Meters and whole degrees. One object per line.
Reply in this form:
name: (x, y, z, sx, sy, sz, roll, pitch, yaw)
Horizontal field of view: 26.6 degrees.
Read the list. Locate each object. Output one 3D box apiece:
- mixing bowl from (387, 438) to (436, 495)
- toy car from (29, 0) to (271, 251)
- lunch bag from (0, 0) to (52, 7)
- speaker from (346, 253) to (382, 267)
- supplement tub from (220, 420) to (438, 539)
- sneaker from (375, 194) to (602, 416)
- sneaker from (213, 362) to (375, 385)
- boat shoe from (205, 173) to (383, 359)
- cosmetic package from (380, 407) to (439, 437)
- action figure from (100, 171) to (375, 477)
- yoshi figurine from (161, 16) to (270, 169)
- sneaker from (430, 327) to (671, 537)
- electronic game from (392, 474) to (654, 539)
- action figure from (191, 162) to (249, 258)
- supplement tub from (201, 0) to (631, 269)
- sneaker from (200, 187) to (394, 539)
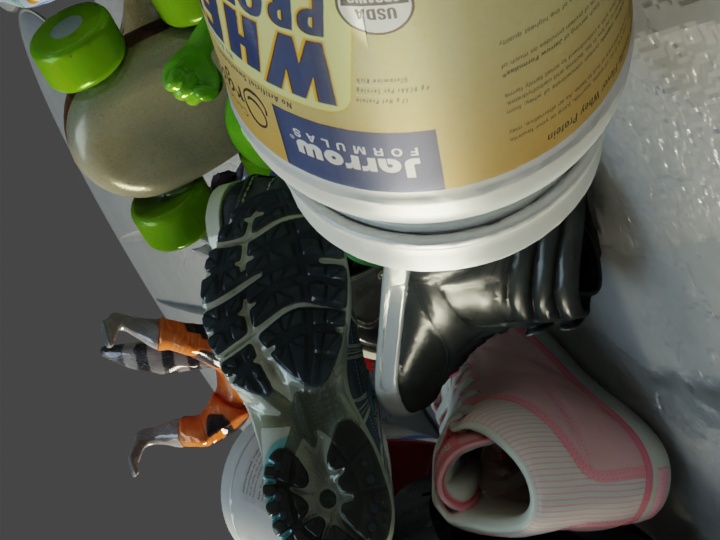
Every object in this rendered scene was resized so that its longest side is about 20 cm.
mixing bowl: (0.043, 0.201, 0.868, 0.200, 0.199, 0.109, 47, 126, 39)
toy car: (-0.133, -0.146, 1.015, 0.165, 0.157, 0.200, 62, 178, -38)
lunch bag: (-0.173, -0.220, 0.928, 0.076, 0.159, 0.200, 61, 167, -18)
speaker: (-0.003, -0.095, 0.756, 0.088, 0.088, 0.201, 46, 162, 41)
supplement tub: (-0.001, 0.168, 1.064, 0.199, 0.132, 0.133, 11, 133, 59)
sneaker: (0.061, 0.019, 0.724, 0.201, 0.098, 0.071, 92, -171, -56)
sneaker: (-0.052, 0.058, 1.109, 0.199, 0.088, 0.082, -10, 96, 46)
boat shoe: (0.000, 0.000, 0.897, 0.199, 0.067, 0.073, 31, -131, -42)
cosmetic package: (-0.029, 0.090, 1.232, 0.201, 0.101, 0.071, 58, 168, 4)
action figure: (-0.070, 0.029, 0.973, 0.105, 0.191, 0.202, -134, 32, -64)
yoshi figurine: (-0.060, -0.138, 0.829, 0.112, 0.112, 0.201, 18, 141, 60)
sneaker: (0.064, 0.076, 0.818, 0.200, 0.104, 0.076, 37, 127, 48)
electronic game: (0.104, 0.169, 0.807, 0.200, 0.198, 0.042, 44, 119, 45)
action figure: (-0.062, -0.029, 1.078, 0.129, 0.070, 0.200, 28, -175, -11)
supplement tub: (0.016, -0.108, 0.496, 0.145, 0.144, 0.201, 48, 164, 35)
sneaker: (-0.029, 0.059, 0.780, 0.086, 0.077, 0.202, 56, -157, -75)
